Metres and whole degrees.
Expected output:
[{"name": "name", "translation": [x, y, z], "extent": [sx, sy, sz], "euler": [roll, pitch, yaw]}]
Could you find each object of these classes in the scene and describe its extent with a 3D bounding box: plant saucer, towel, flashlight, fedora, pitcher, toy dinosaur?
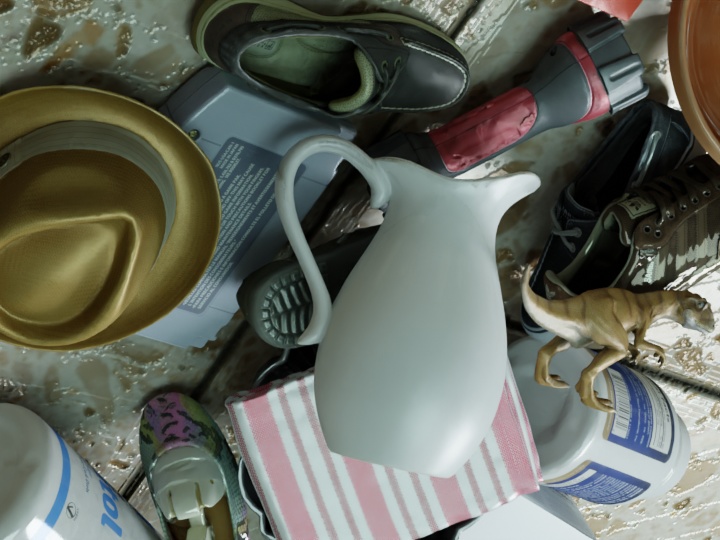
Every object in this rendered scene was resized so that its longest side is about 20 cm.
[{"name": "plant saucer", "translation": [0.292, -0.153, 1.257], "extent": [0.200, 0.032, 0.201], "euler": [-1, 92, -25]}, {"name": "towel", "translation": [0.019, 0.121, 1.302], "extent": [0.199, 0.030, 0.147], "euler": [-20, 104, -5]}, {"name": "flashlight", "translation": [0.093, -0.103, 1.245], "extent": [0.199, 0.068, 0.068], "euler": [-27, 117, -2]}, {"name": "fedora", "translation": [-0.183, -0.016, 1.139], "extent": [0.200, 0.082, 0.201], "euler": [-2, 121, -3]}, {"name": "pitcher", "translation": [0.015, 0.021, 1.179], "extent": [0.171, 0.121, 0.201], "euler": [12, 87, -9]}, {"name": "toy dinosaur", "translation": [0.149, 0.036, 1.232], "extent": [0.199, 0.060, 0.107], "euler": [2, 115, -39]}]

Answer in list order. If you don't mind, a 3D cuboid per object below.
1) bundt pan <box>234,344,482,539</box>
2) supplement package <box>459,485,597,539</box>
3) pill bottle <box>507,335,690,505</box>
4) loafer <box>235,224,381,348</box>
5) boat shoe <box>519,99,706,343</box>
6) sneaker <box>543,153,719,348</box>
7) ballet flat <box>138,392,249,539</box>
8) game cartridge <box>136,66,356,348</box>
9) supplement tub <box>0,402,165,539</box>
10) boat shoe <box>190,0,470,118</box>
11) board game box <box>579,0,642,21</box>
[{"name": "bundt pan", "translation": [0.002, 0.120, 1.349], "extent": [0.201, 0.076, 0.203], "euler": [-2, 100, -12]}, {"name": "supplement package", "translation": [0.058, 0.218, 1.481], "extent": [0.200, 0.111, 0.156], "euler": [-42, 134, 14]}, {"name": "pill bottle", "translation": [0.182, 0.123, 1.447], "extent": [0.111, 0.111, 0.200], "euler": [-44, 146, 15]}, {"name": "loafer", "translation": [0.000, 0.000, 1.266], "extent": [0.199, 0.070, 0.076], "euler": [-11, 106, -32]}, {"name": "boat shoe", "translation": [0.168, -0.036, 1.337], "extent": [0.068, 0.072, 0.200], "euler": [20, 115, -40]}, {"name": "sneaker", "translation": [0.212, -0.030, 1.278], "extent": [0.200, 0.070, 0.076], "euler": [-45, 134, 1]}, {"name": "ballet flat", "translation": [-0.115, 0.187, 1.323], "extent": [0.069, 0.071, 0.201], "euler": [-13, 97, 9]}, {"name": "game cartridge", "translation": [-0.107, -0.040, 1.223], "extent": [0.133, 0.042, 0.200], "euler": [22, 117, -34]}, {"name": "supplement tub", "translation": [-0.225, 0.196, 1.305], "extent": [0.132, 0.132, 0.200], "euler": [-32, 137, 3]}, {"name": "boat shoe", "translation": [-0.011, -0.126, 1.171], "extent": [0.200, 0.066, 0.072], "euler": [10, 122, -33]}, {"name": "board game box", "translation": [0.133, -0.255, 1.146], "extent": [0.199, 0.040, 0.153], "euler": [16, 120, -36]}]
